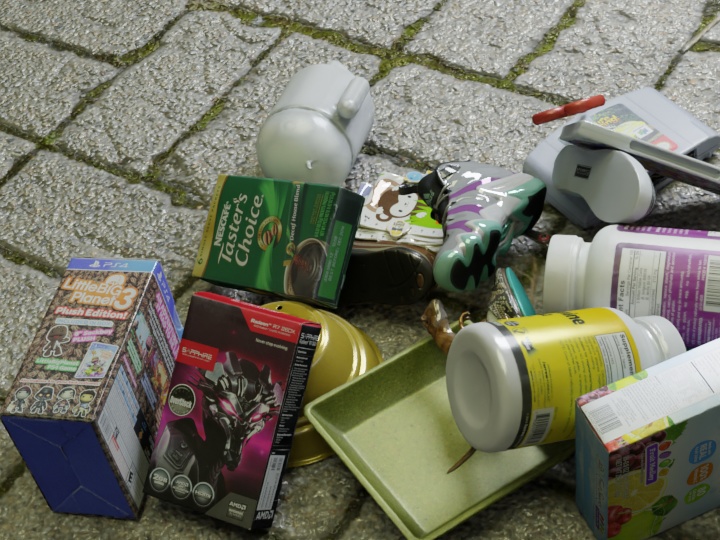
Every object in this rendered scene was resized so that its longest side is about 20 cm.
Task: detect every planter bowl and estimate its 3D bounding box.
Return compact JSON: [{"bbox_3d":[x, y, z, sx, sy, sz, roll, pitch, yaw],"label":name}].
[{"bbox_3d":[-0.077,0.092,1.366,0.199,0.084,0.201,-6,46,6],"label":"planter bowl"}]

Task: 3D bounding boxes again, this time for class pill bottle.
[{"bbox_3d":[0.185,0.092,1.207,0.199,0.113,0.113,-6,41,-24],"label":"pill bottle"},{"bbox_3d":[0.280,0.014,1.308,0.198,0.113,0.113,5,48,17],"label":"pill bottle"}]

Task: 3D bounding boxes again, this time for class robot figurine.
[{"bbox_3d":[-0.052,-0.160,1.571,0.113,0.170,0.201,37,42,-12],"label":"robot figurine"}]

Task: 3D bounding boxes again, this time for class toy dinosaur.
[{"bbox_3d":[0.114,0.103,1.280,0.106,0.060,0.201,-32,41,13],"label":"toy dinosaur"}]

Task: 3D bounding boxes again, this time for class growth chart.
[{"bbox_3d":[0.052,-0.066,1.537,0.198,0.018,0.145,-1,46,10],"label":"growth chart"}]

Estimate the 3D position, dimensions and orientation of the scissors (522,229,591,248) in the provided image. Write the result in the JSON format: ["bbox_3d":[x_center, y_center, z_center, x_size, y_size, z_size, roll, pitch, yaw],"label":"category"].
[{"bbox_3d":[0.210,-0.031,1.448,0.073,0.014,0.200,-32,43,-16],"label":"scissors"}]

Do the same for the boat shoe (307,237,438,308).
[{"bbox_3d":[0.000,0.000,1.456,0.199,0.076,0.074,8,16,30],"label":"boat shoe"}]

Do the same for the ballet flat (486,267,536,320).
[{"bbox_3d":[0.164,0.079,1.348,0.075,0.068,0.200,-38,49,6],"label":"ballet flat"}]

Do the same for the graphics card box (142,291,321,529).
[{"bbox_3d":[-0.122,0.131,1.287,0.125,0.051,0.202,14,90,23],"label":"graphics card box"}]

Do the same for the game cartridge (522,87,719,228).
[{"bbox_3d":[0.289,-0.133,1.539,0.199,0.041,0.133,-30,44,-17],"label":"game cartridge"}]

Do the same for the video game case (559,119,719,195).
[{"bbox_3d":[0.311,-0.113,1.413,0.199,0.143,0.018,19,94,0],"label":"video game case"}]

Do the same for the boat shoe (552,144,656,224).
[{"bbox_3d":[0.258,-0.089,1.387,0.056,0.069,0.200,15,11,-18],"label":"boat shoe"}]

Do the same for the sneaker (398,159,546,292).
[{"bbox_3d":[0.092,-0.057,1.422,0.139,0.078,0.200,25,38,23],"label":"sneaker"}]

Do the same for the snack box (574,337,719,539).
[{"bbox_3d":[0.287,0.144,1.178,0.199,0.169,0.068,-23,50,-9],"label":"snack box"}]

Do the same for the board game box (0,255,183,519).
[{"bbox_3d":[-0.250,0.113,1.329,0.096,0.160,0.201,3,47,14],"label":"board game box"}]

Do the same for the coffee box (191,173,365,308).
[{"bbox_3d":[-0.090,-0.034,1.439,0.199,0.044,0.124,11,84,45],"label":"coffee box"}]

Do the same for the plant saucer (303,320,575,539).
[{"bbox_3d":[0.079,0.160,1.287,0.199,0.048,0.200,-27,47,-20],"label":"plant saucer"}]

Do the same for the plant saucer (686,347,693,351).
[{"bbox_3d":[0.329,0.075,1.335,0.198,0.028,0.201,-7,45,7],"label":"plant saucer"}]

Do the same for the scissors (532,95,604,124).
[{"bbox_3d":[0.243,-0.176,1.460,0.073,0.014,0.200,-17,1,28],"label":"scissors"}]
